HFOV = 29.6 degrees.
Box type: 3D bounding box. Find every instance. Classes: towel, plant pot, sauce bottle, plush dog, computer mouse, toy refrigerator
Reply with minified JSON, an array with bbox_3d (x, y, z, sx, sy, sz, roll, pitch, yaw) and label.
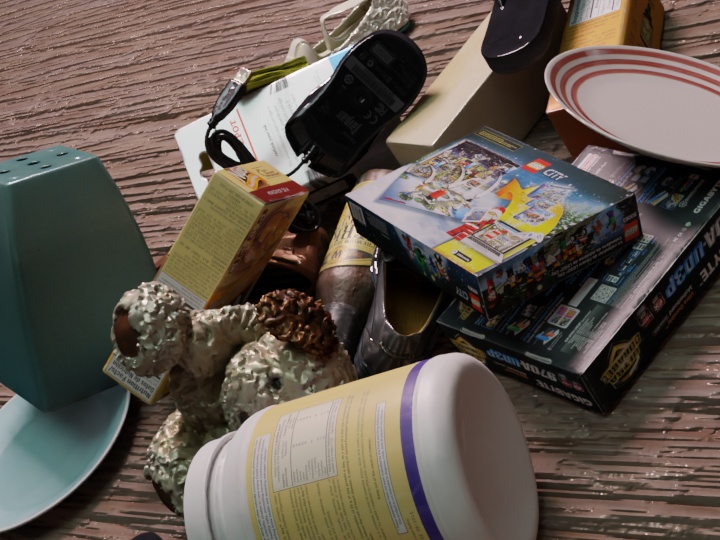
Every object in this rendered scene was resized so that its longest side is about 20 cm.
[{"bbox_3d":[-0.114,-0.152,1.356,0.086,0.018,0.200,-18,-13,-24],"label":"towel"},{"bbox_3d":[-0.272,-0.003,1.236,0.141,0.200,0.141,-22,23,-30],"label":"plant pot"},{"bbox_3d":[0.000,0.000,1.149,0.065,0.065,0.200,-13,40,31],"label":"sauce bottle"},{"bbox_3d":[-0.072,0.089,1.034,0.172,0.200,0.160,8,27,38],"label":"plush dog"},{"bbox_3d":[-0.044,-0.145,1.207,0.200,0.140,0.046,-53,4,0],"label":"computer mouse"},{"bbox_3d":[0.114,-0.157,1.227,0.070,0.076,0.200,12,57,49],"label":"toy refrigerator"}]

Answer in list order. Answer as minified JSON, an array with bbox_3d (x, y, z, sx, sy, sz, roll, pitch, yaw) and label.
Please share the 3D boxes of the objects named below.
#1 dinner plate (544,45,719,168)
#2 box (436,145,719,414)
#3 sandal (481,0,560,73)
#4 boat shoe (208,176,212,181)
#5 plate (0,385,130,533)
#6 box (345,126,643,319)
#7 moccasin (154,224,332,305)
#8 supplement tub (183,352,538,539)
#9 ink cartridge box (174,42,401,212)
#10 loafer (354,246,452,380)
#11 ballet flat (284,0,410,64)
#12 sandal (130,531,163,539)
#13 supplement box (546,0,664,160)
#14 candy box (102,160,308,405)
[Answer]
[{"bbox_3d":[0.235,-0.120,1.032,0.200,0.024,0.200,8,31,-5],"label":"dinner plate"},{"bbox_3d":[0.174,-0.001,1.006,0.200,0.046,0.159,-48,35,-17],"label":"box"},{"bbox_3d":[0.144,-0.251,1.194,0.076,0.043,0.200,-19,37,25],"label":"sandal"},{"bbox_3d":[-0.056,-0.112,1.347,0.200,0.072,0.065,-36,69,-7],"label":"boat shoe"},{"bbox_3d":[-0.287,0.163,1.247,0.200,0.026,0.200,-23,36,18],"label":"plate"},{"bbox_3d":[0.094,-0.042,1.019,0.136,0.038,0.200,-26,30,-17],"label":"box"},{"bbox_3d":[-0.117,0.011,1.244,0.201,0.074,0.078,-4,36,26],"label":"moccasin"},{"bbox_3d":[0.000,0.147,0.893,0.200,0.145,0.146,-18,37,25],"label":"supplement tub"},{"bbox_3d":[-0.060,-0.115,1.275,0.200,0.068,0.116,-24,67,3],"label":"ink cartridge box"},{"bbox_3d":[0.045,0.005,1.075,0.073,0.072,0.200,14,50,-5],"label":"loafer"},{"bbox_3d":[-0.036,-0.242,1.480,0.200,0.072,0.072,-40,33,-4],"label":"ballet flat"},{"bbox_3d":[-0.138,0.245,0.992,0.076,0.043,0.200,-49,35,-18],"label":"sandal"},{"bbox_3d":[0.215,-0.185,1.179,0.069,0.067,0.200,-14,39,33],"label":"supplement box"},{"bbox_3d":[-0.128,0.008,1.146,0.200,0.055,0.115,-59,-10,16],"label":"candy box"}]
